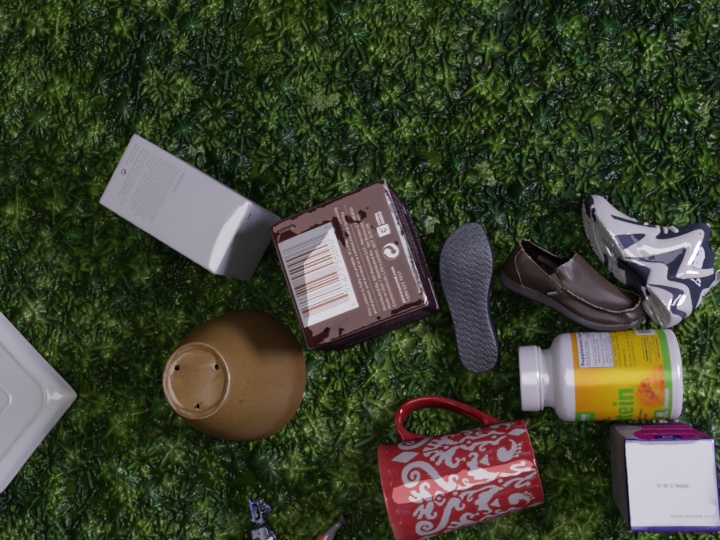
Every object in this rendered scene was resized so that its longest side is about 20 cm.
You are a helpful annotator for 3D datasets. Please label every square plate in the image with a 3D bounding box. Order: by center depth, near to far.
[{"bbox_3d":[-0.558,0.198,1.339,0.197,0.028,0.201,41,94,11],"label":"square plate"}]

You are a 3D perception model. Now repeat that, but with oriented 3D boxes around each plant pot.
[{"bbox_3d":[-0.185,0.142,1.182,0.181,0.200,0.192,-1,84,11],"label":"plant pot"}]

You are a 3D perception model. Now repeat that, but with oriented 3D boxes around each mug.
[{"bbox_3d":[0.126,0.250,1.149,0.195,0.133,0.182,-14,85,6],"label":"mug"}]

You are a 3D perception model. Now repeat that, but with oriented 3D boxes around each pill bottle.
[{"bbox_3d":[0.303,0.136,1.129,0.195,0.111,0.114,-3,85,11],"label":"pill bottle"}]

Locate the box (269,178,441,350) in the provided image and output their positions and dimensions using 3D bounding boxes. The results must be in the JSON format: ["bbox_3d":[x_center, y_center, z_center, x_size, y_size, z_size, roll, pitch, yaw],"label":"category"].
[{"bbox_3d":[0.000,0.000,1.154,0.161,0.200,0.170,-21,82,8],"label":"box"}]

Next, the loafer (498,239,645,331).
[{"bbox_3d":[0.275,0.016,1.143,0.196,0.073,0.073,20,124,20],"label":"loafer"}]

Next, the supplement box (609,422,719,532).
[{"bbox_3d":[0.361,0.244,1.064,0.098,0.200,0.106,-3,84,10],"label":"supplement box"}]

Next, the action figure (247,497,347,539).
[{"bbox_3d":[-0.100,0.401,1.197,0.190,0.105,0.204,-23,84,-1],"label":"action figure"}]

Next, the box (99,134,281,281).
[{"bbox_3d":[-0.233,-0.083,1.232,0.197,0.152,0.108,30,91,12],"label":"box"}]

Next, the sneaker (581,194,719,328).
[{"bbox_3d":[0.389,-0.039,1.148,0.128,0.080,0.201,-30,61,-10],"label":"sneaker"}]

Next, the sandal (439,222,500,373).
[{"bbox_3d":[0.151,0.037,1.208,0.074,0.043,0.206,-3,94,18],"label":"sandal"}]
